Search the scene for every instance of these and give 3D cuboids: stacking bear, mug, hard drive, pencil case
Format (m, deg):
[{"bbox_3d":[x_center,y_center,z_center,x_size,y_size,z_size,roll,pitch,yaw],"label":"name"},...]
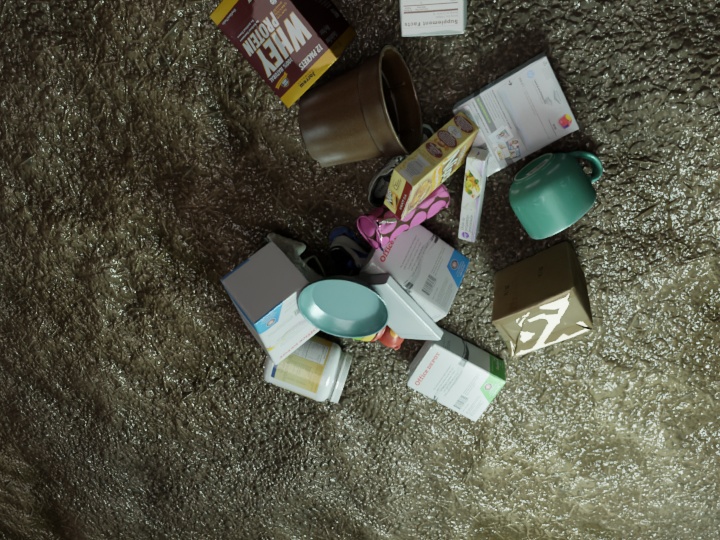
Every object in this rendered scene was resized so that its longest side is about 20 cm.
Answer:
[{"bbox_3d":[0.019,0.116,1.494,0.196,0.125,0.113,25,164,-14],"label":"stacking bear"},{"bbox_3d":[0.371,-0.164,1.247,0.115,0.186,0.150,52,140,-12],"label":"mug"},{"bbox_3d":[0.074,0.081,1.372,0.130,0.027,0.200,-2,140,50],"label":"hard drive"},{"bbox_3d":[0.092,-0.120,1.294,0.092,0.198,0.094,52,159,12],"label":"pencil case"}]

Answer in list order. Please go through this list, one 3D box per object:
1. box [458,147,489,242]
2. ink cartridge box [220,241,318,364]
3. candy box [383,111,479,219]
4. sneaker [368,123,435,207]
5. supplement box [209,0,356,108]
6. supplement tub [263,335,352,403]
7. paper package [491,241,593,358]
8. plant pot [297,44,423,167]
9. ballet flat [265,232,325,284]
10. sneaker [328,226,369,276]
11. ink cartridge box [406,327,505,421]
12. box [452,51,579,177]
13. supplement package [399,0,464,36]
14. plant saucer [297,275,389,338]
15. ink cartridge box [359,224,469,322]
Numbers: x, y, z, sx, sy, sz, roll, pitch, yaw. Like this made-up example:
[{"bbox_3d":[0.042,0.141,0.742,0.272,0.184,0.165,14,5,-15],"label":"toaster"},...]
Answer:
[{"bbox_3d":[0.231,-0.152,1.306,0.038,0.042,0.204,17,135,19],"label":"box"},{"bbox_3d":[-0.192,0.076,1.423,0.146,0.145,0.202,45,162,29],"label":"ink cartridge box"},{"bbox_3d":[0.135,-0.200,1.218,0.055,0.199,0.116,43,156,12],"label":"candy box"},{"bbox_3d":[0.085,-0.205,1.308,0.075,0.088,0.201,34,119,-7],"label":"sneaker"},{"bbox_3d":[-0.131,-0.442,1.156,0.132,0.199,0.200,-34,109,27],"label":"supplement box"},{"bbox_3d":[-0.128,0.233,1.568,0.195,0.146,0.147,20,122,0],"label":"supplement tub"},{"bbox_3d":[0.373,0.058,1.329,0.187,0.202,0.105,-26,112,25],"label":"paper package"},{"bbox_3d":[-0.004,-0.296,1.226,0.193,0.202,0.204,-12,117,27],"label":"plant pot"},{"bbox_3d":[-0.137,-0.023,1.482,0.071,0.072,0.201,-30,111,25],"label":"ballet flat"},{"bbox_3d":[-0.001,-0.001,1.426,0.197,0.116,0.081,36,122,-9],"label":"sneaker"},{"bbox_3d":[0.229,0.246,1.533,0.196,0.085,0.148,28,121,-4],"label":"ink cartridge box"},{"bbox_3d":[0.298,-0.298,1.236,0.196,0.042,0.158,-26,112,25],"label":"box"},{"bbox_3d":[0.126,-0.523,1.102,0.113,0.118,0.205,1,120,11],"label":"supplement package"},{"bbox_3d":[-0.034,0.070,1.339,0.193,0.037,0.203,7,141,5],"label":"plant saucer"},{"bbox_3d":[0.116,-0.008,1.370,0.197,0.149,0.086,33,153,-7],"label":"ink cartridge box"}]
